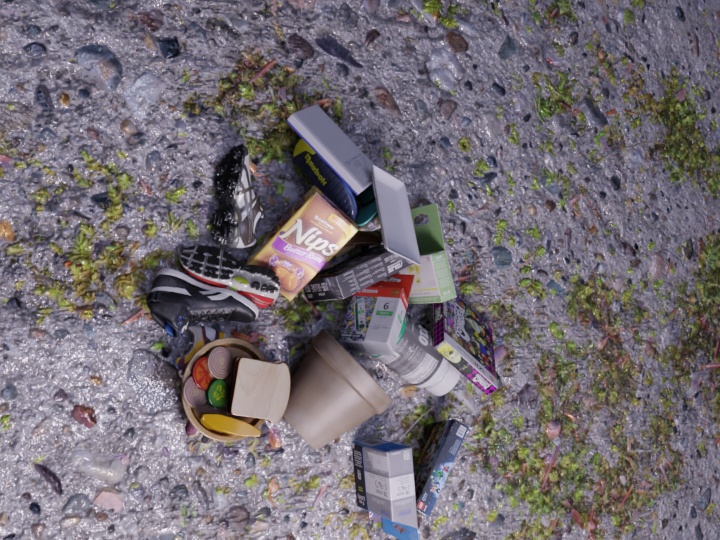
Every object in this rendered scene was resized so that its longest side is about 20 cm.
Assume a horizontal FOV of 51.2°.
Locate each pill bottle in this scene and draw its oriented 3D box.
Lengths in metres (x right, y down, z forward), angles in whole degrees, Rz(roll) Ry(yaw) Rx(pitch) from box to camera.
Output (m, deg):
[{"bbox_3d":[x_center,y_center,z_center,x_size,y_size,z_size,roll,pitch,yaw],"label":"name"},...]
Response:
[{"bbox_3d":[0.115,0.177,1.601,0.199,0.113,0.114,37,70,-23],"label":"pill bottle"}]

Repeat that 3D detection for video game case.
[{"bbox_3d":[0.228,0.147,1.648,0.181,0.036,0.201,42,29,-22],"label":"video game case"}]

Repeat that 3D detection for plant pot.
[{"bbox_3d":[-0.065,0.244,1.465,0.173,0.200,0.200,-43,108,-7],"label":"plant pot"}]

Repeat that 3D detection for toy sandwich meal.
[{"bbox_3d":[-0.221,0.215,1.349,0.204,0.070,0.207,7,78,-35],"label":"toy sandwich meal"}]

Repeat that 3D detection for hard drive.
[{"bbox_3d":[-0.049,-0.246,1.515,0.200,0.025,0.132,46,28,-1],"label":"hard drive"}]

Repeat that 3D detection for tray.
[{"bbox_3d":[0.064,-0.106,1.478,0.107,0.022,0.202,23,48,-43],"label":"tray"}]

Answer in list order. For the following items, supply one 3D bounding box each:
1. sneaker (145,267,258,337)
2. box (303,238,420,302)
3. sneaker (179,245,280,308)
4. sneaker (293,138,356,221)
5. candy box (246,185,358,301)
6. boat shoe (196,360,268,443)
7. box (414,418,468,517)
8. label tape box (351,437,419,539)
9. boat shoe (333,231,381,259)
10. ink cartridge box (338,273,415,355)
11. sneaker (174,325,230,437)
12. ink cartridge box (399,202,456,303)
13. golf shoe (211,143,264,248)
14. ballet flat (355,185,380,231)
[{"bbox_3d":[-0.293,0.083,1.370,0.198,0.073,0.113,22,54,-10],"label":"sneaker"},{"bbox_3d":[0.000,0.000,1.522,0.199,0.157,0.050,-26,99,-30],"label":"box"},{"bbox_3d":[-0.253,0.022,1.423,0.198,0.085,0.077,23,46,-8],"label":"sneaker"},{"bbox_3d":[-0.056,-0.184,1.526,0.082,0.074,0.201,-11,70,-56],"label":"sneaker"},{"bbox_3d":[-0.114,-0.052,1.462,0.116,0.057,0.200,40,100,-20],"label":"candy box"},{"bbox_3d":[-0.222,0.258,1.417,0.063,0.073,0.200,45,61,-1],"label":"boat shoe"},{"bbox_3d":[0.151,0.416,1.589,0.037,0.137,0.201,30,71,-5],"label":"box"},{"bbox_3d":[0.050,0.453,1.524,0.063,0.144,0.202,-4,88,-30],"label":"label tape box"},{"bbox_3d":[-0.054,-0.062,1.550,0.198,0.076,0.075,6,91,-23],"label":"boat shoe"},{"bbox_3d":[0.036,0.073,1.533,0.051,0.108,0.201,64,36,-47],"label":"ink cartridge box"},{"bbox_3d":[-0.308,0.202,1.384,0.089,0.075,0.202,19,71,-19],"label":"sneaker"},{"bbox_3d":[0.129,-0.032,1.606,0.048,0.145,0.202,-16,94,-28],"label":"ink cartridge box"},{"bbox_3d":[-0.232,-0.141,1.457,0.094,0.077,0.202,13,81,-46],"label":"golf shoe"},{"bbox_3d":[0.031,-0.122,1.549,0.072,0.072,0.201,41,24,-21],"label":"ballet flat"}]
